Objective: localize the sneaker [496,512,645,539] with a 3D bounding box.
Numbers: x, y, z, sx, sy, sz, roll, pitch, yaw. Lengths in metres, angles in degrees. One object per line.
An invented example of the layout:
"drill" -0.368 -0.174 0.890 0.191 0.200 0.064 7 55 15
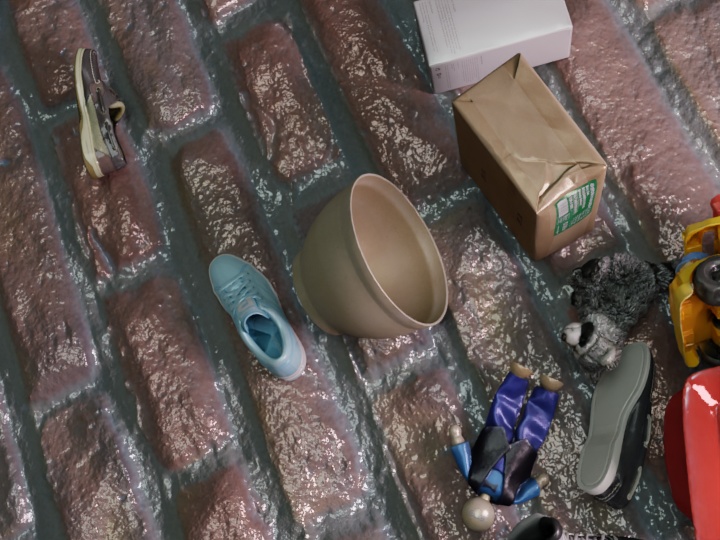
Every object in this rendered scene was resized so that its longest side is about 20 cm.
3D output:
"sneaker" 0.243 0.315 1.067 0.196 0.117 0.076 -8 45 7

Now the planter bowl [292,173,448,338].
"planter bowl" 0.000 0.000 1.195 0.133 0.199 0.204 -27 67 29

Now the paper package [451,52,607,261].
"paper package" 0.206 -0.132 1.183 0.103 0.200 0.192 -33 71 -2

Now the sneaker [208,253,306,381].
"sneaker" -0.138 0.049 1.246 0.074 0.082 0.201 -38 70 -5

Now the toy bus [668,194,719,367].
"toy bus" 0.430 -0.009 1.092 0.197 0.137 0.194 -19 42 4

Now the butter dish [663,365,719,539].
"butter dish" 0.409 0.196 1.074 0.196 0.147 0.204 -8 92 -22

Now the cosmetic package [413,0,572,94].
"cosmetic package" 0.180 -0.330 1.312 0.196 0.085 0.110 -13 71 5

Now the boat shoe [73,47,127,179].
"boat shoe" -0.373 -0.230 1.389 0.065 0.072 0.204 -9 71 -4

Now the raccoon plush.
"raccoon plush" 0.334 0.054 1.147 0.196 0.097 0.136 -12 65 7

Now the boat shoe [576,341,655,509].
"boat shoe" 0.314 0.182 1.135 0.060 0.073 0.202 36 58 -22

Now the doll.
"doll" 0.170 0.215 1.155 0.134 0.048 0.203 22 83 6
